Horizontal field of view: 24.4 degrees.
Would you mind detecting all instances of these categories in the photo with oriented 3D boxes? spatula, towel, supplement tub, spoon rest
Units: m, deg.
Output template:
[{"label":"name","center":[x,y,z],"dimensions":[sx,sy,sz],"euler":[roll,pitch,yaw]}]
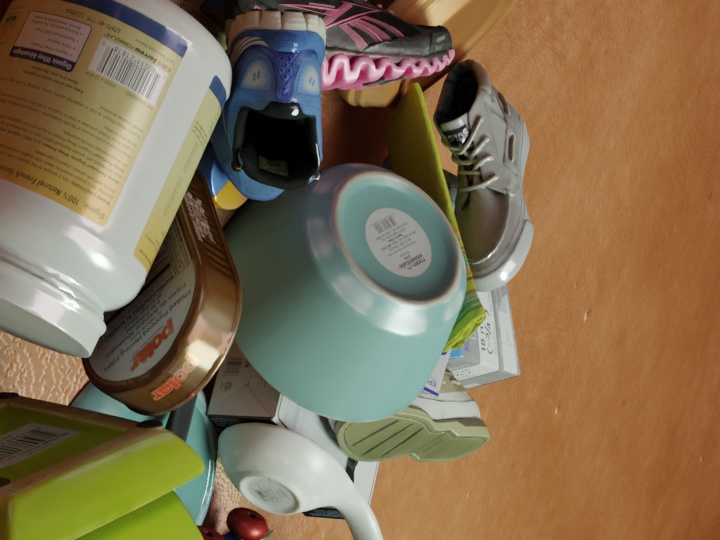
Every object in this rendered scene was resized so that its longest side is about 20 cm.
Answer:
[{"label":"spatula","center":[-0.116,0.073,1.223],"dimensions":[0.056,0.020,0.201],"euler":[41,55,-37]},{"label":"towel","center":[0.059,-0.042,1.328],"dimensions":[0.018,0.086,0.202],"euler":[-8,72,-21]},{"label":"supplement tub","center":[-0.175,-0.064,0.995],"dimensions":[0.144,0.143,0.201],"euler":[46,63,-55]},{"label":"spoon rest","center":[-0.038,0.179,1.299],"dimensions":[0.201,0.099,0.061],"euler":[55,42,-34]}]

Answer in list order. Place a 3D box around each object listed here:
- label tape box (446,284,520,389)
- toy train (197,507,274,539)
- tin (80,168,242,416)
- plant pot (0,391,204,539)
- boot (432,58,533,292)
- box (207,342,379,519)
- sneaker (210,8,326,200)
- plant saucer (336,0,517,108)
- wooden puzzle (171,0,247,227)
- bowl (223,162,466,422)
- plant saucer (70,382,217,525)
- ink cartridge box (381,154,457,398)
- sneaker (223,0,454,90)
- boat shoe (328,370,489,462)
[{"label":"label tape box","center":[0.067,0.018,1.457],"dimensions":[0.200,0.063,0.146],"euler":[19,60,-60]},{"label":"toy train","center":[-0.066,0.247,1.303],"dimensions":[0.200,0.115,0.085],"euler":[-8,123,-66]},{"label":"tin","center":[-0.137,0.002,1.054],"dimensions":[0.112,0.201,0.042],"euler":[-44,132,19]},{"label":"plant pot","center":[-0.206,0.186,1.006],"dimensions":[0.199,0.197,0.183],"euler":[-19,112,-54]},{"label":"boot","center":[0.090,-0.081,1.347],"dimensions":[0.096,0.073,0.201],"euler":[51,29,-35]},{"label":"box","center":[-0.044,0.110,1.343],"dimensions":[0.200,0.060,0.118],"euler":[56,41,-52]},{"label":"sneaker","center":[-0.064,-0.087,1.086],"dimensions":[0.200,0.078,0.090],"euler":[106,-15,-68]},{"label":"plant saucer","center":[0.066,-0.197,1.331],"dimensions":[0.200,0.038,0.200],"euler":[-40,172,-6]},{"label":"wooden puzzle","center":[-0.093,-0.128,1.199],"dimensions":[0.186,0.046,0.201],"euler":[-53,142,-34]},{"label":"bowl","center":[0.000,0.000,1.243],"dimensions":[0.201,0.201,0.105],"euler":[-39,178,-45]},{"label":"plant saucer","center":[-0.164,0.161,1.222],"dimensions":[0.200,0.027,0.202],"euler":[-29,125,-51]},{"label":"ink cartridge box","center":[0.042,0.003,1.373],"dimensions":[0.094,0.037,0.201],"euler":[26,58,-17]},{"label":"sneaker","center":[-0.015,-0.176,1.181],"dimensions":[0.199,0.079,0.096],"euler":[-7,89,-38]},{"label":"boat shoe","center":[0.032,0.113,1.367],"dimensions":[0.199,0.074,0.069],"euler":[20,45,-57]}]
